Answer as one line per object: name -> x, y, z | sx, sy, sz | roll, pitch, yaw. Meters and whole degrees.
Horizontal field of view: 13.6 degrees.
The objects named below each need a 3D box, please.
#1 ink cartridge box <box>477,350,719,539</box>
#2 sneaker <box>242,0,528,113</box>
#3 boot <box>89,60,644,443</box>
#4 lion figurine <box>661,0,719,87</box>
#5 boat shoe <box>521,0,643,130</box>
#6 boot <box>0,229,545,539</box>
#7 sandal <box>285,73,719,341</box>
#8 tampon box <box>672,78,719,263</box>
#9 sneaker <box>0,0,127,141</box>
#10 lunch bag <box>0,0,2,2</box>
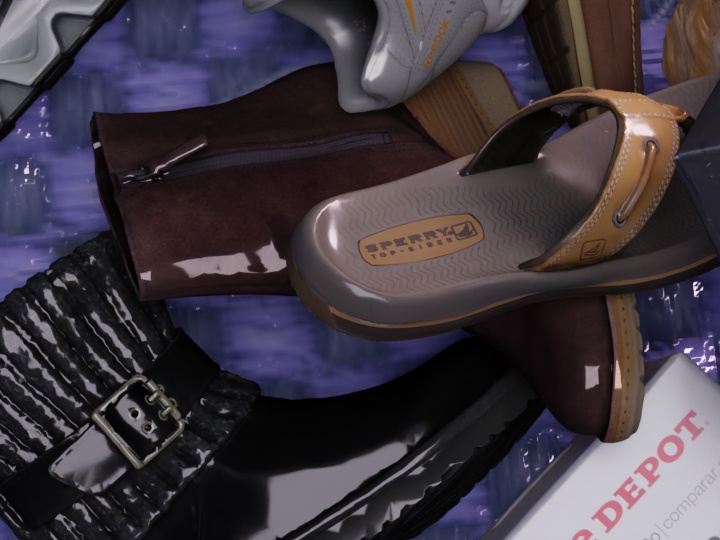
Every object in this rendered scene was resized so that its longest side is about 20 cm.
ink cartridge box -> 0.137, 0.149, 1.114 | 0.200, 0.084, 0.145 | 44, 86, 2
sneaker -> -0.024, -0.144, 1.071 | 0.092, 0.076, 0.200 | -47, 107, -24
boot -> 0.000, 0.000, 1.087 | 0.166, 0.073, 0.200 | -10, 45, -16
lion figurine -> 0.201, -0.126, 1.146 | 0.199, 0.072, 0.123 | -19, 97, -8
boat shoe -> 0.090, -0.137, 1.110 | 0.067, 0.072, 0.201 | -14, 118, -8
boot -> -0.047, 0.045, 1.120 | 0.211, 0.079, 0.158 | -32, 79, -12
sandal -> 0.068, -0.033, 1.034 | 0.199, 0.055, 0.082 | -13, 46, -19
tampon box -> 0.220, -0.053, 1.010 | 0.149, 0.200, 0.127 | -12, 118, 34
sneaker -> -0.104, -0.148, 1.136 | 0.088, 0.074, 0.200 | 44, 85, 0
lunch bag -> -0.193, -0.179, 1.085 | 0.170, 0.122, 0.201 | -37, 62, 22
